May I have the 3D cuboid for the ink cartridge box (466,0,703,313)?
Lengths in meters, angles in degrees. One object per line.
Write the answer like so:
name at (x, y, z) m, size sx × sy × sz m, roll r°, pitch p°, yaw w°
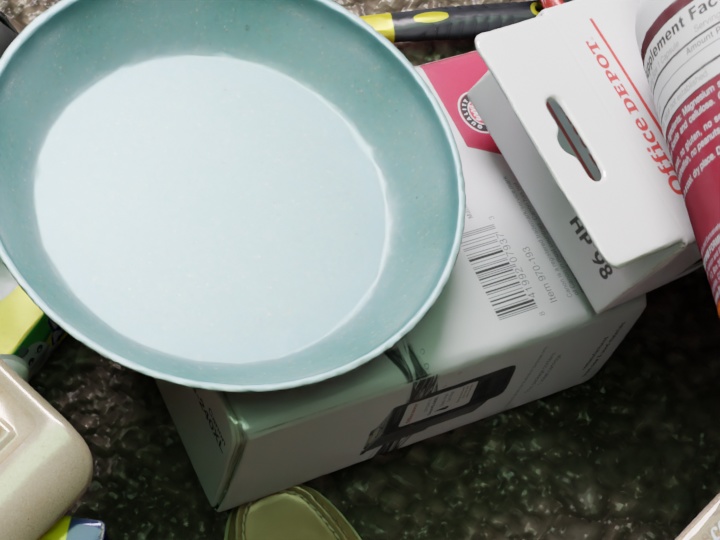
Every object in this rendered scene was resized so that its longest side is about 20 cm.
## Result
ink cartridge box at (0.129, -0.060, 0.833) m, size 0.200 × 0.067 × 0.116 m, roll -20°, pitch 75°, yaw -37°

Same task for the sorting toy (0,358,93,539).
sorting toy at (-0.231, 0.069, 0.729) m, size 0.200 × 0.036 × 0.185 m, roll 41°, pitch 72°, yaw 14°

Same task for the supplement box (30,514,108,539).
supplement box at (-0.205, 0.152, 0.776) m, size 0.199 × 0.109 × 0.110 m, roll 9°, pitch 64°, yaw 3°

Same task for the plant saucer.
plant saucer at (-0.057, -0.034, 0.783) m, size 0.199 × 0.036 × 0.200 m, roll 6°, pitch 59°, yaw -11°

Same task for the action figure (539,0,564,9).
action figure at (0.142, -0.079, 0.927) m, size 0.065 × 0.052 × 0.200 m, roll -16°, pitch 72°, yaw -31°

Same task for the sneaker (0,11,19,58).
sneaker at (-0.148, -0.073, 0.838) m, size 0.199 × 0.104 × 0.060 m, roll -9°, pitch 65°, yaw -7°

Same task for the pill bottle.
pill bottle at (0.172, -0.067, 0.745) m, size 0.113 × 0.113 × 0.201 m, roll -9°, pitch 67°, yaw -7°

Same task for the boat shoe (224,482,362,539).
boat shoe at (-0.005, 0.170, 0.797) m, size 0.074 × 0.066 × 0.200 m, roll -21°, pitch 65°, yaw -10°

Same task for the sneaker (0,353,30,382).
sneaker at (-0.226, 0.010, 0.819) m, size 0.200 × 0.074 × 0.089 m, roll 40°, pitch 68°, yaw 6°

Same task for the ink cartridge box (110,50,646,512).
ink cartridge box at (0.000, 0.000, 0.850) m, size 0.200 × 0.083 × 0.145 m, roll -17°, pitch 66°, yaw -23°

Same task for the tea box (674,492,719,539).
tea box at (0.220, 0.157, 0.776) m, size 0.200 × 0.134 × 0.197 m, roll -41°, pitch 73°, yaw -20°

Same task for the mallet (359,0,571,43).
mallet at (0.006, -0.128, 0.963) m, size 0.199 × 0.041 × 0.066 m, roll -12°, pitch 63°, yaw -13°

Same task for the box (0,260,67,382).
box at (-0.177, -0.013, 0.892) m, size 0.117 × 0.048 × 0.200 m, roll 31°, pitch 66°, yaw 12°
